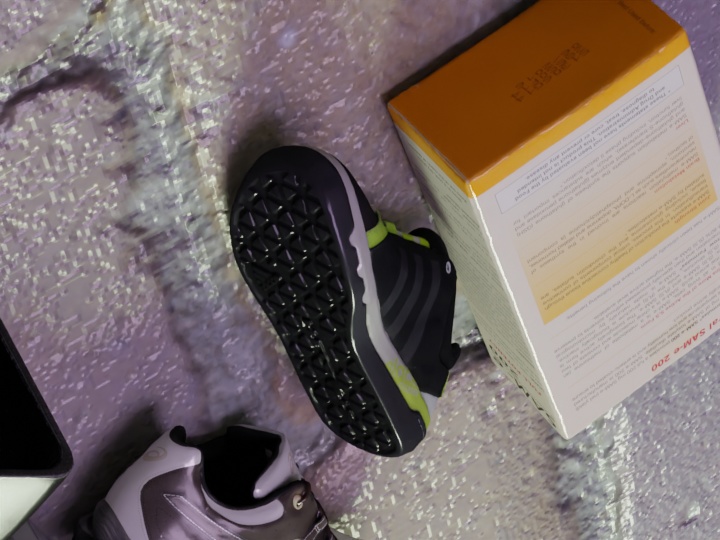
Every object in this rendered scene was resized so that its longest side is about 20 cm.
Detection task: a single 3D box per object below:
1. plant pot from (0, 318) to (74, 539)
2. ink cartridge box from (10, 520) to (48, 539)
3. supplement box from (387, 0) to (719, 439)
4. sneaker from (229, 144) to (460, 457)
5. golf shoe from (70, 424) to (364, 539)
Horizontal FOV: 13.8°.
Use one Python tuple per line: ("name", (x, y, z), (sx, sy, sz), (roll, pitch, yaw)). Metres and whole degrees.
("plant pot", (-0.258, 0.063, 1.108), (0.200, 0.200, 0.178), (1, 134, -39))
("ink cartridge box", (-0.177, 0.238, 1.354), (0.200, 0.083, 0.146), (-41, 116, -4))
("supplement box", (0.104, -0.031, 1.395), (0.126, 0.074, 0.200), (-35, 138, -10))
("sneaker", (0.000, 0.000, 1.362), (0.083, 0.072, 0.200), (-52, 146, -28))
("golf shoe", (-0.038, 0.125, 1.412), (0.200, 0.078, 0.095), (13, 113, -46))
